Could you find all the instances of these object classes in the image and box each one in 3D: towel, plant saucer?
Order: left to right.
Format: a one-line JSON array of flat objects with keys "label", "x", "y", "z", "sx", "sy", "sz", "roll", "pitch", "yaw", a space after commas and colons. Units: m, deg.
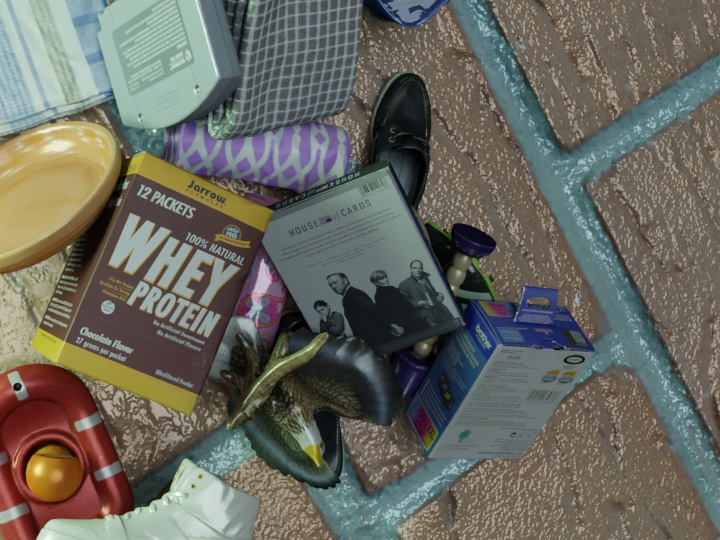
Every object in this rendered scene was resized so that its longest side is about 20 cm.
[{"label": "towel", "x": -0.335, "y": -0.214, "z": 1.196, "sx": 0.199, "sy": 0.024, "sz": 0.148, "roll": -23, "pitch": 96, "yaw": -21}, {"label": "plant saucer", "x": -0.310, "y": -0.064, "z": 1.128, "sx": 0.200, "sy": 0.200, "sz": 0.038, "roll": -37, "pitch": 130, "yaw": -16}, {"label": "towel", "x": -0.075, "y": -0.231, "z": 1.159, "sx": 0.165, "sy": 0.085, "sz": 0.201, "roll": -18, "pitch": 132, "yaw": -38}]

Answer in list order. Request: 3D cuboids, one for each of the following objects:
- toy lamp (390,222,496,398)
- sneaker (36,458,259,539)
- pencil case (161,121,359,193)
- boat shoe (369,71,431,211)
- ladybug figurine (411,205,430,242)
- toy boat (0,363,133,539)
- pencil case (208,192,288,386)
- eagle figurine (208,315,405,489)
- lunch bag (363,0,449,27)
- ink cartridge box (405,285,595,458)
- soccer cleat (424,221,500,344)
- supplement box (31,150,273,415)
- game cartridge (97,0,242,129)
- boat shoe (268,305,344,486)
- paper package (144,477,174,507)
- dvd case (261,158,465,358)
[{"label": "toy lamp", "x": 0.083, "y": 0.047, "z": 1.305, "sx": 0.058, "sy": 0.058, "sz": 0.201, "roll": 17, "pitch": 112, "yaw": -20}, {"label": "sneaker", "x": -0.194, "y": 0.230, "z": 1.137, "sx": 0.199, "sy": 0.074, "sz": 0.116, "roll": 16, "pitch": 73, "yaw": -15}, {"label": "pencil case", "x": -0.107, "y": -0.122, "z": 1.254, "sx": 0.198, "sy": 0.084, "sz": 0.086, "roll": 9, "pitch": 99, "yaw": -18}, {"label": "boat shoe", "x": 0.045, "y": -0.120, "z": 1.316, "sx": 0.074, "sy": 0.066, "sz": 0.201, "roll": 18, "pitch": 85, "yaw": -22}, {"label": "ladybug figurine", "x": 0.009, "y": -0.009, "z": 1.262, "sx": 0.135, "sy": 0.072, "sz": 0.201, "roll": 0, "pitch": 122, "yaw": 2}, {"label": "toy boat", "x": -0.295, "y": 0.188, "z": 1.156, "sx": 0.130, "sy": 0.131, "sz": 0.201, "roll": -23, "pitch": 93, "yaw": -19}, {"label": "pencil case", "x": -0.114, "y": 0.020, "z": 1.253, "sx": 0.087, "sy": 0.087, "sz": 0.201, "roll": 22, "pitch": 83, "yaw": -19}, {"label": "eagle figurine", "x": -0.061, "y": 0.132, "z": 1.192, "sx": 0.151, "sy": 0.200, "sz": 0.152, "roll": -3, "pitch": 75, "yaw": 23}, {"label": "lunch bag", "x": 0.026, "y": -0.361, "z": 1.274, "sx": 0.136, "sy": 0.132, "sz": 0.200, "roll": -38, "pitch": 105, "yaw": -1}, {"label": "ink cartridge box", "x": 0.154, "y": 0.107, "z": 1.291, "sx": 0.136, "sy": 0.077, "sz": 0.201, "roll": 6, "pitch": 129, "yaw": -33}, {"label": "soccer cleat", "x": 0.115, "y": 0.039, "z": 1.349, "sx": 0.081, "sy": 0.068, "sz": 0.201, "roll": -36, "pitch": 104, "yaw": -7}, {"label": "supplement box", "x": -0.203, "y": 0.011, "z": 1.156, "sx": 0.132, "sy": 0.197, "sz": 0.201, "roll": 24, "pitch": 82, "yaw": -20}, {"label": "game cartridge", "x": -0.181, "y": -0.205, "z": 1.140, "sx": 0.040, "sy": 0.199, "sz": 0.134, "roll": -14, "pitch": 92, "yaw": -36}, {"label": "boat shoe", "x": -0.057, "y": 0.137, "z": 1.286, "sx": 0.074, "sy": 0.062, "sz": 0.202, "roll": -13, "pitch": 97, "yaw": -21}, {"label": "paper package", "x": -0.187, "y": 0.346, "z": 1.219, "sx": 0.200, "sy": 0.103, "sz": 0.191, "roll": -44, "pitch": 103, "yaw": -14}, {"label": "dvd case", "x": 0.000, "y": 0.000, "z": 1.209, "sx": 0.149, "sy": 0.025, "sz": 0.201, "roll": -20, "pitch": 120, "yaw": 13}]
